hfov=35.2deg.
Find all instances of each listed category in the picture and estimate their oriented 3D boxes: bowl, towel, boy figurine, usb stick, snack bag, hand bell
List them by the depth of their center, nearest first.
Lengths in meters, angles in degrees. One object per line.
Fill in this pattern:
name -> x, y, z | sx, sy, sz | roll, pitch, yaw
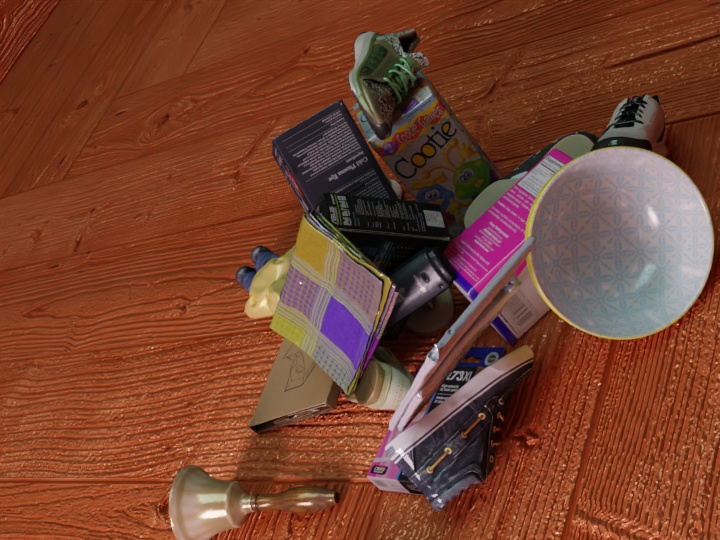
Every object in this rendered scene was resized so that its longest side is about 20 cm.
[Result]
snack bag -> 0.107, 0.066, 1.155 | 0.189, 0.021, 0.200 | -46, -11, -28
bowl -> 0.262, -0.030, 1.216 | 0.200, 0.200, 0.108 | -45, 7, -3
towel -> -0.035, 0.038, 1.281 | 0.144, 0.200, 0.023 | 41, 47, 20
usb stick -> 0.023, 0.043, 1.327 | 0.200, 0.056, 0.033 | -36, -7, 26
hand bell -> -0.117, 0.276, 1.357 | 0.200, 0.104, 0.104 | -10, 44, 23
boy figurine -> -0.117, 0.018, 1.610 | 0.124, 0.064, 0.200 | -55, 26, -1

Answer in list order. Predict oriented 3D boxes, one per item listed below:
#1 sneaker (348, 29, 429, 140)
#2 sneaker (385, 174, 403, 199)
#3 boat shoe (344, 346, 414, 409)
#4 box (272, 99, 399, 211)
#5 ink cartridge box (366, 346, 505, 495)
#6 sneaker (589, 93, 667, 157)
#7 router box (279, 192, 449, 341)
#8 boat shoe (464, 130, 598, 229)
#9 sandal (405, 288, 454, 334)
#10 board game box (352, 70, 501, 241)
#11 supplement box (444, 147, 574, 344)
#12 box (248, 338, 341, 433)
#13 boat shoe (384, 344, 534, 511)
sneaker -> 0.039, -0.242, 1.400 | 0.088, 0.077, 0.200 | -20, 42, 20
sneaker -> -0.029, -0.073, 1.625 | 0.076, 0.092, 0.200 | 11, 61, 52
boat shoe -> 0.025, 0.128, 1.351 | 0.201, 0.063, 0.073 | -175, 100, -80
box -> -0.029, -0.109, 1.490 | 0.104, 0.182, 0.200 | -31, 2, -3
ink cartridge box -> 0.088, 0.162, 1.297 | 0.095, 0.037, 0.200 | -4, 48, 45
sneaker -> 0.304, -0.159, 1.292 | 0.074, 0.080, 0.200 | 3, 13, 22
router box -> 0.000, 0.000, 1.359 | 0.200, 0.150, 0.062 | 115, 151, -44
boat shoe -> 0.219, -0.103, 1.431 | 0.201, 0.074, 0.063 | -38, -4, 26
sandal -> 0.057, -0.002, 1.476 | 0.078, 0.070, 0.212 | -35, 34, 12
board game box -> 0.095, -0.154, 1.487 | 0.105, 0.200, 0.103 | -36, 34, 12
supplement box -> 0.203, -0.030, 1.327 | 0.200, 0.101, 0.103 | -42, 32, 1
box -> -0.063, 0.112, 1.495 | 0.163, 0.021, 0.200 | -24, 37, 44
boat shoe -> 0.127, 0.168, 1.218 | 0.200, 0.091, 0.071 | -35, -9, -18
